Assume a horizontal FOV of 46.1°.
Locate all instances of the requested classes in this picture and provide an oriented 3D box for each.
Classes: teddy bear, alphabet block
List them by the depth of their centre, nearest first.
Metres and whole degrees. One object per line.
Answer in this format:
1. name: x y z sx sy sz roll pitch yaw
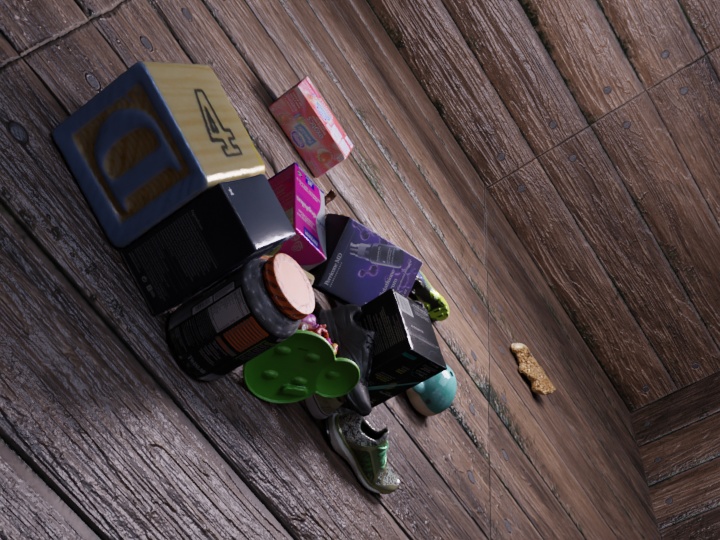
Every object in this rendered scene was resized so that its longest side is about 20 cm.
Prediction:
1. alphabet block: -0.291 -0.175 1.256 0.199 0.193 0.200 62 21 -1
2. teddy bear: 0.549 0.319 2.741 0.202 0.066 0.145 55 12 1

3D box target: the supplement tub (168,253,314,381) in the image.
1. supplement tub: -0.169 0.065 1.221 0.123 0.198 0.124 47 24 -30

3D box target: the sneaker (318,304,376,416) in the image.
1. sneaker: -0.009 0.148 1.452 0.076 0.089 0.204 76 -4 -71

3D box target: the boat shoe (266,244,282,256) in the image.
1. boat shoe: -0.180 -0.067 1.367 0.062 0.200 0.075 7 95 -30

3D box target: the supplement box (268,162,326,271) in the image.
1. supplement box: -0.134 -0.094 1.636 0.101 0.102 0.203 44 29 -37

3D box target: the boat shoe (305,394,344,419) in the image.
1. boat shoe: -0.081 0.158 1.492 0.072 0.061 0.203 12 53 -62

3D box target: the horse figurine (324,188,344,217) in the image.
1. horse figurine: -0.078 -0.077 1.770 0.130 0.050 0.204 2 59 -23

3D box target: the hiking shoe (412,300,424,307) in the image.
1. hiking shoe: 0.114 0.123 1.926 0.200 0.100 0.077 44 27 -37

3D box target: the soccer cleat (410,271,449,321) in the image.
1. soccer cleat: 0.170 0.053 2.191 0.200 0.064 0.085 46 23 -32

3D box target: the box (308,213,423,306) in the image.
1. box: 0.000 0.000 1.667 0.198 0.151 0.104 28 -6 -28

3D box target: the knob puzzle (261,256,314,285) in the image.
1. knob puzzle: -0.162 -0.008 1.429 0.216 0.031 0.220 23 3 -1

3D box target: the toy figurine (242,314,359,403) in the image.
1. toy figurine: -0.107 0.103 1.395 0.196 0.152 0.186 15 32 -25

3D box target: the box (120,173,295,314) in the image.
1. box: -0.219 -0.041 1.239 0.108 0.198 0.148 59 22 0

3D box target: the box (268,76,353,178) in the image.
1. box: -0.114 -0.335 1.985 0.202 0.094 0.103 55 22 -15

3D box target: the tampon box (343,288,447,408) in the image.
1. tampon box: 0.030 0.152 1.564 0.149 0.198 0.128 31 35 -53

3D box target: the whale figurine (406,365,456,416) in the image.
1. whale figurine: 0.141 0.217 1.864 0.203 0.102 0.159 61 22 -6

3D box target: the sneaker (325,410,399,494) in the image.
1. sneaker: 0.023 0.318 1.495 0.201 0.088 0.078 50 23 -26

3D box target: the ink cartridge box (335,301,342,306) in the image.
1. ink cartridge box: 0.001 0.090 1.787 0.203 0.044 0.094 63 23 5
